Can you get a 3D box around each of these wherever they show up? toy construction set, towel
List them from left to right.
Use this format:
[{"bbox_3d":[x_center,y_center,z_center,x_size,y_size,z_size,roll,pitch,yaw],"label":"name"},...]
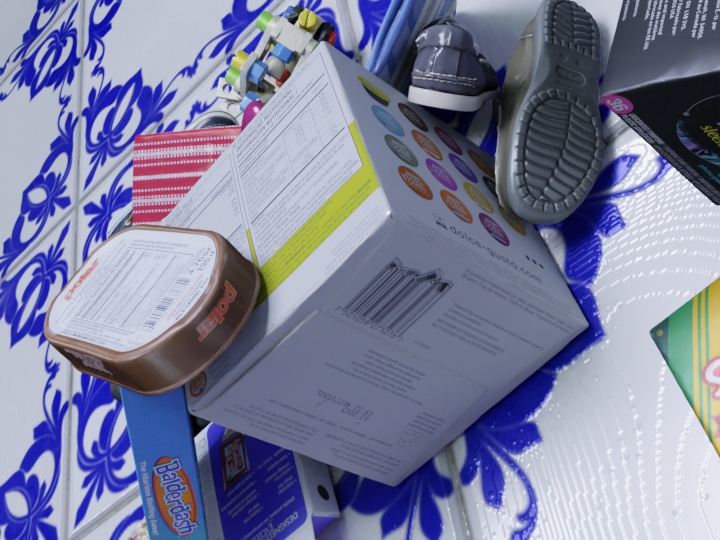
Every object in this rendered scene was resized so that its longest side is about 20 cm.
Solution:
[{"bbox_3d":[-0.150,-0.030,1.004,0.144,0.022,0.202,-1,89,26],"label":"towel"},{"bbox_3d":[-0.082,-0.193,1.071,0.132,0.092,0.200,-58,12,-5],"label":"toy construction set"},{"bbox_3d":[0.043,-0.191,0.897,0.024,0.200,0.148,22,84,9],"label":"towel"}]

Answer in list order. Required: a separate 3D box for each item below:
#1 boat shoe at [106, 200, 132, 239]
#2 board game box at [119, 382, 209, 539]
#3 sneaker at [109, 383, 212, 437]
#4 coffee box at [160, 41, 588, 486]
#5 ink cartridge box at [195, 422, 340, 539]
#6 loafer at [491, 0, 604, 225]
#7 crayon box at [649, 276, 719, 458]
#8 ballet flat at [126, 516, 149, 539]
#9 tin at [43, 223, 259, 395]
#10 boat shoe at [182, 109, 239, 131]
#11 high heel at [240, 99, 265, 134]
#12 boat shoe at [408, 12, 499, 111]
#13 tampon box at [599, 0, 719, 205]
[{"bbox_3d":[-0.210,-0.055,1.180,0.200,0.071,0.091,-43,41,33],"label":"boat shoe"},{"bbox_3d":[-0.150,0.122,0.823,0.152,0.045,0.201,-115,19,-57],"label":"board game box"},{"bbox_3d":[-0.184,0.125,1.029,0.199,0.066,0.091,-11,56,43],"label":"sneaker"},{"bbox_3d":[0.000,0.000,0.786,0.200,0.199,0.198,-44,40,23],"label":"coffee box"},{"bbox_3d":[-0.102,0.212,0.898,0.198,0.043,0.201,-43,40,25],"label":"ink cartridge box"},{"bbox_3d":[0.139,-0.113,0.817,0.070,0.075,0.201,-45,25,56],"label":"loafer"},{"bbox_3d":[0.252,0.074,0.570,0.127,0.051,0.201,-42,41,22],"label":"crayon box"},{"bbox_3d":[-0.179,0.279,0.863,0.076,0.064,0.201,-39,42,32],"label":"ballet flat"},{"bbox_3d":[-0.144,0.020,0.724,0.199,0.042,0.112,6,51,51],"label":"tin"},{"bbox_3d":[-0.171,-0.063,1.068,0.201,0.074,0.062,-60,37,8],"label":"boat shoe"},{"bbox_3d":[-0.095,-0.040,0.886,0.096,0.201,0.067,-25,41,-21],"label":"high heel"},{"bbox_3d":[0.077,-0.168,0.849,0.200,0.072,0.063,-60,-22,-71],"label":"boat shoe"},{"bbox_3d":[0.265,-0.129,0.601,0.199,0.149,0.127,-3,64,48],"label":"tampon box"}]
